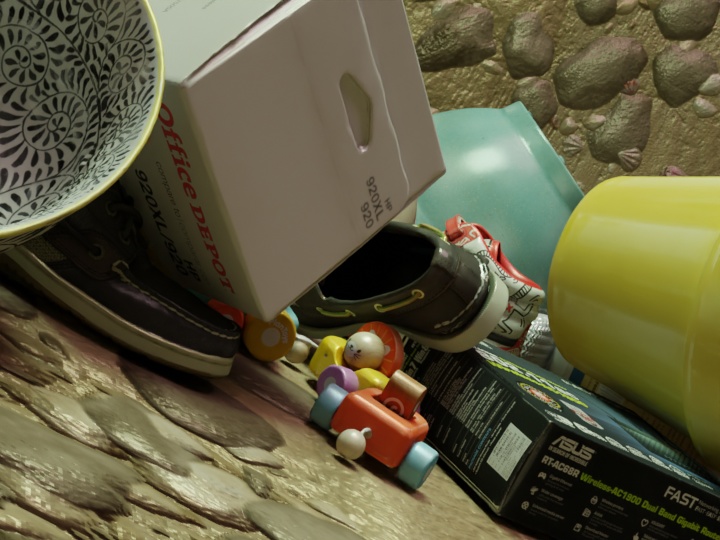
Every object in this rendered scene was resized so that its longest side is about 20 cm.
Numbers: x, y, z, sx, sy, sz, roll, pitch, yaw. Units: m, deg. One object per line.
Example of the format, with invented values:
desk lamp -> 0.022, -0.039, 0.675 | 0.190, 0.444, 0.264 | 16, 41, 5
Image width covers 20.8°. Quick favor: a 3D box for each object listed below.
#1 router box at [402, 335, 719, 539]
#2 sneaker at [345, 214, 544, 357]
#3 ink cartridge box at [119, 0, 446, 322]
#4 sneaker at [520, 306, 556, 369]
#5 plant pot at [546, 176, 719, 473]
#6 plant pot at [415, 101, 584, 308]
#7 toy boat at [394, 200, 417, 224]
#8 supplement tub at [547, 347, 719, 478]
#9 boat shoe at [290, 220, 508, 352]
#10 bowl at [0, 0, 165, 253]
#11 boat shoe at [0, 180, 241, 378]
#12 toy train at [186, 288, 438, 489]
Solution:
router box -> 0.125, 0.110, 1.153 | 0.199, 0.062, 0.150 | 26, 8, -35
sneaker -> 0.023, 0.000, 1.293 | 0.200, 0.109, 0.067 | 32, 8, 11
ink cartridge box -> -0.084, -0.094, 1.013 | 0.199, 0.144, 0.148 | 21, -39, 42
sneaker -> 0.100, 0.043, 1.439 | 0.114, 0.076, 0.200 | 30, 3, 20
plant pot -> 0.227, 0.023, 1.232 | 0.188, 0.203, 0.200 | 16, -2, 37
plant pot -> 0.108, -0.051, 1.582 | 0.201, 0.134, 0.200 | 56, 6, -8
toy boat -> -0.056, -0.057, 1.407 | 0.199, 0.131, 0.131 | 30, -22, 8
supplement tub -> 0.242, 0.099, 1.373 | 0.199, 0.145, 0.144 | 35, 9, 28
boat shoe -> 0.000, 0.000, 1.159 | 0.200, 0.072, 0.061 | 6, -30, 49
bowl -> -0.193, -0.073, 0.867 | 0.199, 0.094, 0.202 | 10, 55, -14
boat shoe -> -0.138, -0.020, 0.952 | 0.200, 0.066, 0.072 | 31, 5, -4
toy train -> -0.026, 0.038, 1.062 | 0.199, 0.056, 0.150 | 34, 8, 16
